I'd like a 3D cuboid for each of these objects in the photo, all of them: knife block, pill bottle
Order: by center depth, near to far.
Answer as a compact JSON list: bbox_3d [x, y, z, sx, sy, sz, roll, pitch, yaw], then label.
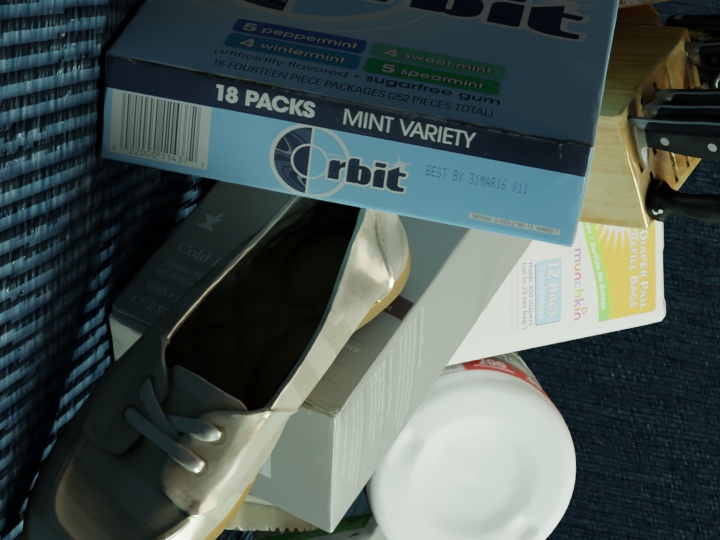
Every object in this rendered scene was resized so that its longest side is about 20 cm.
[{"bbox_3d":[0.103,-0.058,0.884,0.176,0.199,0.064,-111,-178,-57],"label":"knife block"},{"bbox_3d":[0.045,0.082,1.143,0.200,0.113,0.114,-118,-144,-71],"label":"pill bottle"}]

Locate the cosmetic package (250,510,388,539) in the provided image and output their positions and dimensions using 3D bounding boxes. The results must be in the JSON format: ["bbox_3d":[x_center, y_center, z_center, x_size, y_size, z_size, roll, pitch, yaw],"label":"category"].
[{"bbox_3d":[-0.035,0.191,1.042,0.200,0.107,0.085,-21,98,-84],"label":"cosmetic package"}]

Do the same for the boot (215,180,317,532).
[{"bbox_3d":[-0.047,0.025,0.975,0.182,0.072,0.201,55,40,-81],"label":"boot"}]

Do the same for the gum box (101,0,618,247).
[{"bbox_3d":[0.010,-0.088,0.767,0.200,0.169,0.045,-71,170,-59],"label":"gum box"}]

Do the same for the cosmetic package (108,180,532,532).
[{"bbox_3d":[-0.006,-0.003,0.832,0.200,0.107,0.090,-56,160,-35],"label":"cosmetic package"}]

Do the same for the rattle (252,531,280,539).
[{"bbox_3d":[-0.004,0.198,1.232,0.130,0.143,0.201,-40,-140,42],"label":"rattle"}]

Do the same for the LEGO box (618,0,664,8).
[{"bbox_3d":[0.073,-0.192,0.951,0.200,0.148,0.077,-113,-165,-59],"label":"LEGO box"}]

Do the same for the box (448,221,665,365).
[{"bbox_3d":[0.057,-0.018,1.071,0.101,0.199,0.113,12,-73,53],"label":"box"}]

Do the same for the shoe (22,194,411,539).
[{"bbox_3d":[-0.050,0.032,0.708,0.200,0.070,0.053,-50,161,-32],"label":"shoe"}]
